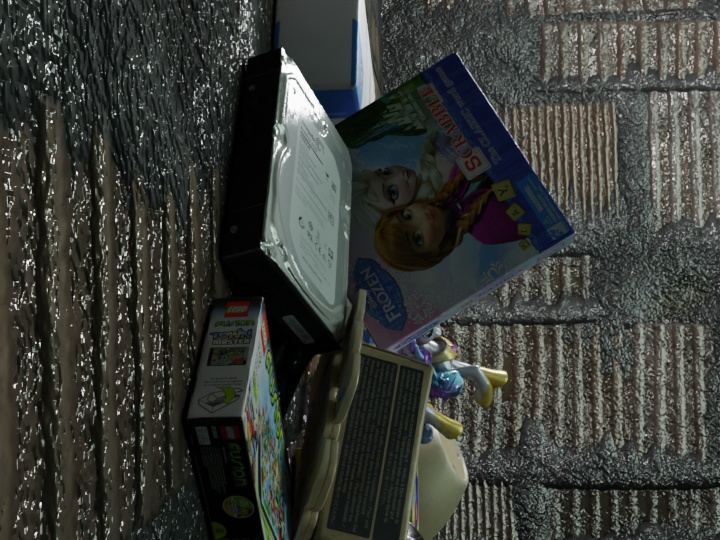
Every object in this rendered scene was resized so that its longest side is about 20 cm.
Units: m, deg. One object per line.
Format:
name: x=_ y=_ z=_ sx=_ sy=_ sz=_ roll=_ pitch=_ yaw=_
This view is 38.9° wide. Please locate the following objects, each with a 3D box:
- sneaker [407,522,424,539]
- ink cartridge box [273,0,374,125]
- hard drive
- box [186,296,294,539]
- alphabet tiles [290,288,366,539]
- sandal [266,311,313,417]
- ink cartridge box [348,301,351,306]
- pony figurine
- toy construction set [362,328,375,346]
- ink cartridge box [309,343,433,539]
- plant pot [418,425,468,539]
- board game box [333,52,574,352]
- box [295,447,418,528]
sneaker: x=0.054 y=0.308 z=0.934 sx=0.100 sy=0.069 sz=0.202 roll=-98 pitch=177 yaw=-58
ink cartridge box: x=-0.032 y=-0.185 z=1.030 sx=0.200 sy=0.083 sz=0.146 roll=78 pitch=12 yaw=-64
hard drive: x=-0.050 y=-0.054 z=0.793 sx=0.140 sy=0.037 sz=0.202 roll=55 pitch=28 yaw=-47
box: x=-0.075 y=0.130 z=0.681 sx=0.111 sy=0.034 sz=0.202 roll=-86 pitch=174 yaw=-52
alphabet tiles: x=-0.031 y=0.121 z=0.815 sx=0.201 sy=0.014 sz=0.197 roll=-85 pitch=-168 yaw=-55
sandal: x=-0.065 y=0.050 z=0.833 sx=0.201 sy=0.047 sz=0.076 roll=-62 pitch=154 yaw=-59
ink cartridge box: x=-0.009 y=-0.042 z=1.558 sx=0.177 sy=0.044 sz=0.202 roll=-84 pitch=172 yaw=-56
pony figurine: x=0.046 y=0.113 z=1.124 sx=0.200 sy=0.192 sz=0.168 roll=46 pitch=27 yaw=-39
toy construction set: x=0.000 y=0.000 z=1.002 sx=0.092 sy=0.129 sz=0.202 roll=-88 pitch=-172 yaw=-71
ink cartridge box: x=-0.007 y=0.180 z=0.863 sx=0.201 sy=0.074 sz=0.166 roll=113 pitch=-10 yaw=-59
plant pot: x=0.058 y=0.255 z=1.299 sx=0.201 sy=0.133 sz=0.201 roll=58 pitch=13 yaw=-21
board game box: x=0.053 y=-0.059 z=0.907 sx=0.201 sy=0.198 sz=0.041 roll=58 pitch=-1 yaw=14
box: x=0.000 y=0.287 z=1.088 sx=0.200 sy=0.120 sz=0.195 roll=63 pitch=27 yaw=-80
